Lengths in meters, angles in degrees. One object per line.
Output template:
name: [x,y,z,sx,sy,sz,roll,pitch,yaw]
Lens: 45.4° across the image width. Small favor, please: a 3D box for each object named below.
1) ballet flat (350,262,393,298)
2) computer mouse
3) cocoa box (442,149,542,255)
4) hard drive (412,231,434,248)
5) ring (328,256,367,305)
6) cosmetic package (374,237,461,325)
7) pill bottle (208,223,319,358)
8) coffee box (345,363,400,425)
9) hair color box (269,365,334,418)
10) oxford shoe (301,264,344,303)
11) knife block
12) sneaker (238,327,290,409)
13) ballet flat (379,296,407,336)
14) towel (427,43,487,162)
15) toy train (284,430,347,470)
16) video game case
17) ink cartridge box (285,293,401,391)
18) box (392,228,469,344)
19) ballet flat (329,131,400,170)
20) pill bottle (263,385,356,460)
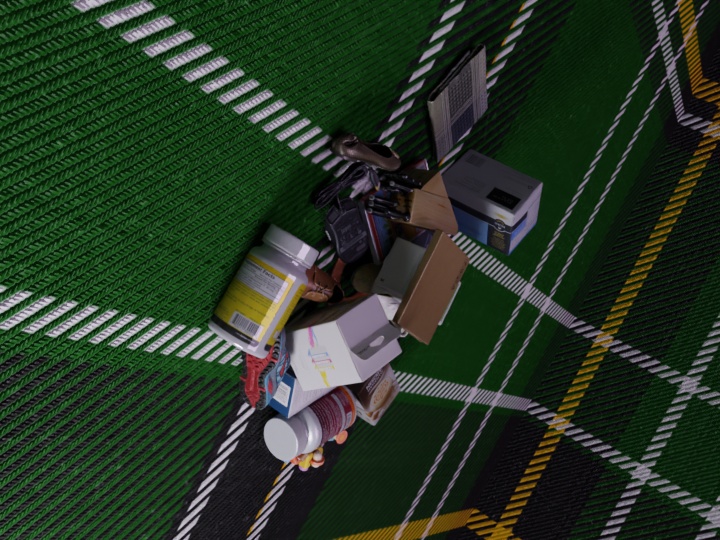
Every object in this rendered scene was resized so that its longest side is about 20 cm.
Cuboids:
ballet flat: [0.052,0.026,1.805,0.199,0.070,0.071,13,105,-62]
computer mouse: [-0.016,-0.115,1.606,0.140,0.046,0.201,-41,139,-13]
cocoa box: [0.289,-0.154,1.943,0.133,0.199,0.132,-44,150,-31]
hard drive: [0.113,-0.069,1.862,0.200,0.042,0.136,29,77,-61]
ring: [0.000,0.000,1.782,0.200,0.019,0.202,-41,146,-35]
cosmetic package: [0.121,0.025,1.771,0.108,0.084,0.200,-63,149,-6]
pill bottle: [-0.157,0.033,1.429,0.201,0.114,0.114,-60,153,-3]
coffee box: [0.016,0.263,1.993,0.115,0.079,0.201,-53,152,-17]
hair color box: [-0.098,0.209,1.761,0.199,0.060,0.101,-26,137,-49]
oxford shoe: [-0.088,0.023,1.592,0.072,0.071,0.199,-62,152,6]
knife block: [0.098,-0.113,1.704,0.175,0.064,0.201,-44,127,-30]
sneaker: [-0.171,0.158,1.588,0.096,0.079,0.201,-44,158,-49]
ballet flat: [0.073,0.096,1.951,0.070,0.069,0.200,-54,152,-14]
towel: [0.201,-0.351,1.797,0.193,0.034,0.201,-48,153,-20]
toy train: [-0.093,0.384,1.945,0.200,0.055,0.151,-44,149,-31]
video game case: [0.081,-0.121,1.743,0.199,0.017,0.144,-37,123,-35]
ink cartridge box: [-0.031,0.134,1.619,0.128,0.199,0.126,-32,101,-44]
box: [0.143,0.035,1.709,0.202,0.021,0.163,-63,148,-6]
ballet flat: [0.017,-0.219,1.554,0.199,0.067,0.047,2,118,-54]
pill bottle: [-0.104,0.314,1.798,0.199,0.109,0.111,-22,134,-52]
